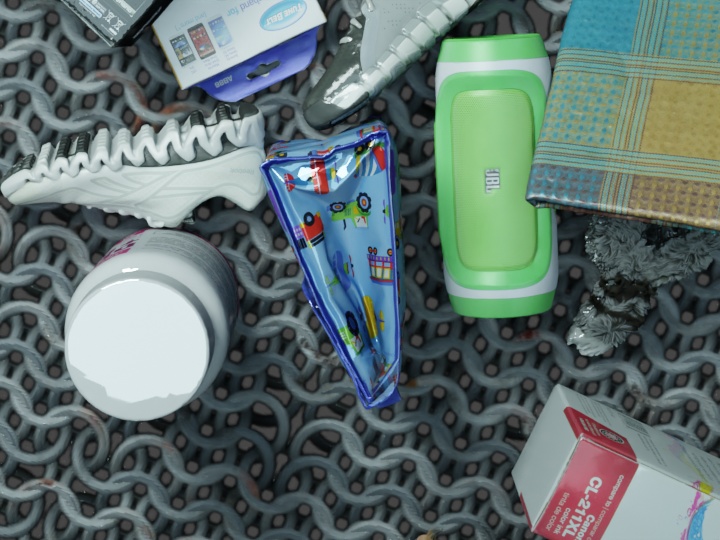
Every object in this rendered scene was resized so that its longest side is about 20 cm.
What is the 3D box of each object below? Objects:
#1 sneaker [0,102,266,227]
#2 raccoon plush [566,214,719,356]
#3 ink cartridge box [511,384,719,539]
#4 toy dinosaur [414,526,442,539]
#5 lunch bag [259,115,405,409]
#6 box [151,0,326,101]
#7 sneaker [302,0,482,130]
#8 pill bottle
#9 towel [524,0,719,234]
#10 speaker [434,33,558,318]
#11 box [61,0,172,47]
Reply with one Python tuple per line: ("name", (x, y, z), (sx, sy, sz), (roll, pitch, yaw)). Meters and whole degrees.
("sneaker", (-0.164, -0.066, 1.222), (0.199, 0.075, 0.081), (-10, 110, 2))
("raccoon plush", (0.196, -0.050, 1.241), (0.097, 0.134, 0.200), (26, 130, -20))
("ink cartridge box", (0.223, 0.176, 1.226), (0.200, 0.146, 0.083), (25, 99, -5))
("toy dinosaur", (0.143, 0.242, 1.250), (0.199, 0.086, 0.136), (-16, 111, 14))
("lunch bag", (0.000, 0.000, 1.191), (0.094, 0.151, 0.201), (-15, 99, 2))
("box", (-0.109, -0.225, 1.210), (0.119, 0.041, 0.200), (-25, 96, 3))
("sneaker", (0.009, -0.199, 1.198), (0.200, 0.075, 0.116), (-42, 93, -12))
("pill bottle", (-0.145, 0.036, 1.169), (0.113, 0.200, 0.114), (0, 99, -2))
("towel", (0.205, -0.121, 1.173), (0.146, 0.022, 0.200), (9, 63, 14))
("speaker", (0.099, -0.070, 1.217), (0.088, 0.088, 0.201), (-3, 99, -1))
("box", (-0.185, -0.278, 1.139), (0.200, 0.086, 0.164), (41, 96, -5))
